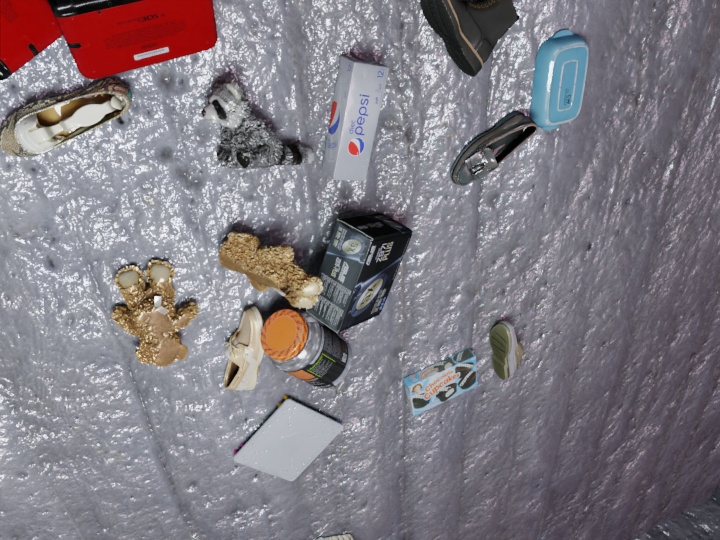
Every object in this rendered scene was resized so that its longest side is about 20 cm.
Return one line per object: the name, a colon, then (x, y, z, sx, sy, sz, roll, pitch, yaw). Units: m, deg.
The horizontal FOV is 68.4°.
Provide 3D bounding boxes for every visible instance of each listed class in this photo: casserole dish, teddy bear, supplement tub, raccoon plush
casserole dish: (0.412, -0.381, 1.085, 0.120, 0.039, 0.202, -16, 126, -17)
teddy bear: (-0.156, -0.003, 0.962, 0.146, 0.198, 0.067, 88, 27, -58)
supplement tub: (-0.107, 0.156, 1.067, 0.122, 0.123, 0.200, -41, 145, 2)
raccoon plush: (-0.168, -0.242, 0.873, 0.199, 0.096, 0.136, -20, 117, -51)
teddy bear: (-0.373, 0.075, 0.959, 0.144, 0.067, 0.201, -33, 122, -17)

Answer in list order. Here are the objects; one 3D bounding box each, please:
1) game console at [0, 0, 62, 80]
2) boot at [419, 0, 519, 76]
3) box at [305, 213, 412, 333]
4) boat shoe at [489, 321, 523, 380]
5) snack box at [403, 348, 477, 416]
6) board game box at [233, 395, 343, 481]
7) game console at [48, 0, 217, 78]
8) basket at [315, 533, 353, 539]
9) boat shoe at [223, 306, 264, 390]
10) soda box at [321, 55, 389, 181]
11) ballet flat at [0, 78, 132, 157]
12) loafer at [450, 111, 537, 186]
game console: (-0.517, -0.337, 0.658, 0.173, 0.118, 0.201, -57, 134, -26)
boot: (0.191, -0.458, 0.913, 0.139, 0.077, 0.200, -49, 141, 2)
box: (0.000, 0.000, 1.035, 0.163, 0.086, 0.202, -14, 130, -57)
boat shoe: (0.393, 0.203, 1.412, 0.068, 0.075, 0.201, -26, 134, -17)
snack box: (0.213, 0.294, 1.393, 0.198, 0.037, 0.117, -22, 126, -13)
board game box: (-0.171, 0.406, 1.276, 0.200, 0.026, 0.200, -47, 128, 7)
game console: (-0.314, -0.383, 0.715, 0.198, 0.119, 0.173, -23, 158, -18)
basket: (-0.079, 0.890, 1.547, 0.122, 0.136, 0.202, 2, 118, -30)
boat shoe: (-0.239, 0.165, 1.066, 0.069, 0.074, 0.202, -4, 121, -31)
soda box: (-0.013, -0.262, 0.927, 0.068, 0.064, 0.202, -2, 120, -27)
ballet flat: (-0.418, -0.211, 0.747, 0.199, 0.075, 0.068, -28, 128, -9)
loafer: (0.271, -0.245, 1.079, 0.200, 0.063, 0.072, -42, 128, 2)
